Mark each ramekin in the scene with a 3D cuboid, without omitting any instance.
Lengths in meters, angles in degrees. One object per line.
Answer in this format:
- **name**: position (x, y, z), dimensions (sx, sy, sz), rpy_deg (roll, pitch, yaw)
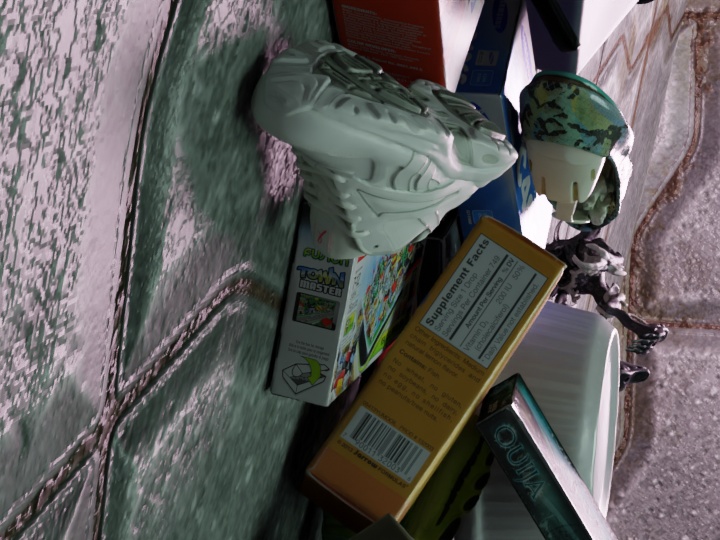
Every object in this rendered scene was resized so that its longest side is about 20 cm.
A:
- **ramekin**: position (0.127, 0.114, 1.461), dimensions (0.202, 0.094, 0.203), rpy_deg (5, 90, -79)

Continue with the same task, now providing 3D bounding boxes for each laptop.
- **laptop**: position (0.122, -0.242, 1.224), dimensions (0.200, 0.116, 0.187), rpy_deg (61, 7, -3)

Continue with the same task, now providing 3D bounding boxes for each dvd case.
- **dvd case**: position (0.062, 0.044, 1.412), dimensions (0.150, 0.025, 0.200), rpy_deg (-57, 150, -64)

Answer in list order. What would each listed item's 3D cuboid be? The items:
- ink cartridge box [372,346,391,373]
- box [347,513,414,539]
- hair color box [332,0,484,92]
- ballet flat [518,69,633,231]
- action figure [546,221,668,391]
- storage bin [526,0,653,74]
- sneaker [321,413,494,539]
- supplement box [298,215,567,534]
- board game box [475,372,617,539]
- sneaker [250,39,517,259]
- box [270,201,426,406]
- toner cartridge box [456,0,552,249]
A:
- **ink cartridge box**: position (0.039, 0.102, 1.494), dimensions (0.200, 0.045, 0.177), rpy_deg (12, 93, -78)
- **box**: position (-0.023, 0.237, 1.242), dimensions (0.121, 0.032, 0.200), rpy_deg (-31, 146, -22)
- **hair color box**: position (0.028, -0.180, 1.062), dimensions (0.200, 0.064, 0.111), rpy_deg (77, 30, -64)
- **ballet flat**: position (0.137, -0.067, 1.322), dimensions (0.200, 0.074, 0.074), rpy_deg (38, 66, -70)
- **action figure**: position (0.225, 0.022, 2.107), dimensions (0.102, 0.200, 0.119), rpy_deg (8, 126, -43)
- **storage bin**: position (0.152, -0.233, 1.439), dimensions (0.134, 0.145, 0.200), rpy_deg (-56, 159, -32)
- **sneaker**: position (0.008, 0.169, 1.330), dimensions (0.200, 0.084, 0.074), rpy_deg (-55, 147, -5)
- **supplement box**: position (0.045, 0.066, 1.269), dimensions (0.200, 0.069, 0.067), rpy_deg (-53, 174, -16)
- **board game box**: position (0.137, 0.164, 1.302), dimensions (0.200, 0.028, 0.135), rpy_deg (59, 8, -2)
- **sneaker**: position (0.002, -0.047, 1.025), dimensions (0.099, 0.078, 0.200), rpy_deg (-54, 150, 13)
- **box**: position (0.000, 0.000, 1.207), dimensions (0.200, 0.035, 0.110), rpy_deg (-39, 141, -71)
- **toner cartridge box**: position (0.089, -0.076, 1.349), dimensions (0.200, 0.043, 0.095), rpy_deg (76, 22, -49)
